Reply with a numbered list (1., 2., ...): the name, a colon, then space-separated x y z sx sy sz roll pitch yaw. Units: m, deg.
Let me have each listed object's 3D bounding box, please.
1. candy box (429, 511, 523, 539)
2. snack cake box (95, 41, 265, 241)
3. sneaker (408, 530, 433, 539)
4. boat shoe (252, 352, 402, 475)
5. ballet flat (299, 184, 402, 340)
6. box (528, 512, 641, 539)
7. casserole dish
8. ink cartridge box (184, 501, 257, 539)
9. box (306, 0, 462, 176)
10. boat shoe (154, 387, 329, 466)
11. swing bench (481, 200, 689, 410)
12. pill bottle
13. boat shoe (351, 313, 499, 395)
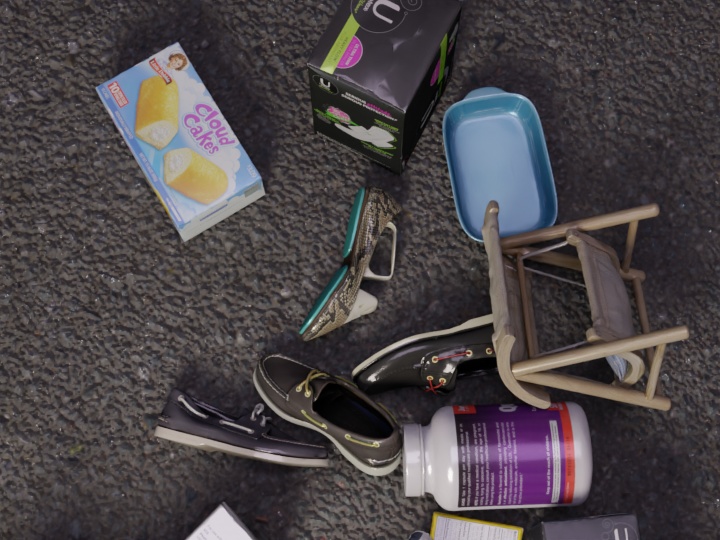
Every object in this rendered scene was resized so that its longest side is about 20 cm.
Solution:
1. candy box: 0.112 0.371 1.386 0.101 0.026 0.202 10 75 3
2. snack cake box: -0.210 -0.151 1.504 0.114 0.067 0.201 -31 77 -7
3. sneaker: 0.088 0.381 1.331 0.128 0.080 0.201 10 75 6
4. boat shoe: -0.036 0.143 1.406 0.200 0.061 0.072 32 53 22
5. ballet flat: 0.000 0.000 1.470 0.075 0.068 0.202 25 74 -10
6. box: 0.244 0.363 1.339 0.105 0.122 0.202 -5 75 -1
7. casserole dish: 0.162 -0.117 1.512 0.120 0.039 0.202 -9 74 -2
8. ink cartridge box: -0.181 0.346 1.329 0.200 0.146 0.084 -44 79 -11
9. box: 0.027 -0.226 1.456 0.123 0.200 0.150 26 77 7
10. boat shoe: -0.127 0.175 1.415 0.198 0.073 0.063 11 78 7
11. swing bench: 0.233 0.037 1.389 0.197 0.131 0.200 0 46 1
12. pill bottle: 0.146 0.201 1.387 0.197 0.113 0.114 -2 75 -1
13. boat shoe: 0.089 0.104 1.433 0.199 0.074 0.064 -16 67 -9
